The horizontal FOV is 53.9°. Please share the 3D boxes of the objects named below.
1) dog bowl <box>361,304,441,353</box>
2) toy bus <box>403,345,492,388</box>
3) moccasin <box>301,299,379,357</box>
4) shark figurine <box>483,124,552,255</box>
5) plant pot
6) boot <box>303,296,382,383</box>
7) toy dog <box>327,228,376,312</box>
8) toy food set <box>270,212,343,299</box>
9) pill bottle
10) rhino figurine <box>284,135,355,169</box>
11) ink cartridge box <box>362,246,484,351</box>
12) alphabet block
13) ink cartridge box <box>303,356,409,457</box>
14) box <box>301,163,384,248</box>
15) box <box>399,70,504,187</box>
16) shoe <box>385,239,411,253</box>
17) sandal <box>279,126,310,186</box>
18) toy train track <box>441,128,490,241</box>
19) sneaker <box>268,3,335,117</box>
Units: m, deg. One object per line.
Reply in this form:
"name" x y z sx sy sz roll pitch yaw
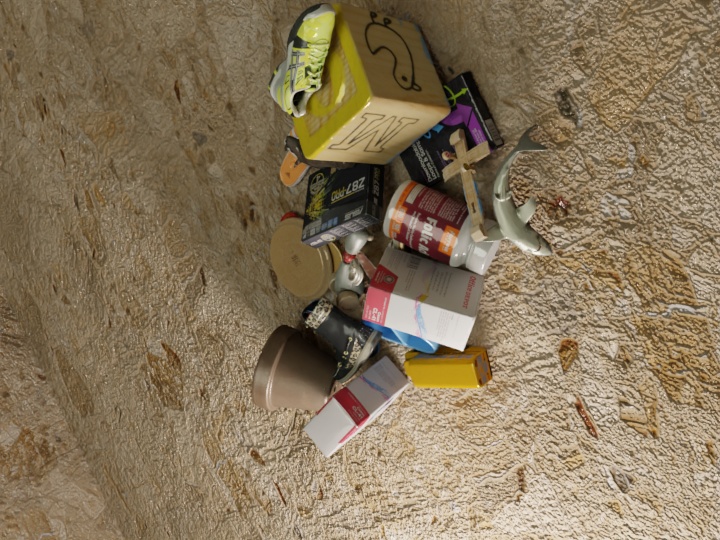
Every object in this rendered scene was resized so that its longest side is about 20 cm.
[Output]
"dog bowl" 0.085 0.113 1.442 0.198 0.050 0.112 15 155 35
"toy bus" 0.168 0.195 1.425 0.198 0.078 0.066 -7 103 42
"moccasin" -0.051 0.143 1.599 0.199 0.068 0.081 28 124 27
"shark figurine" 0.255 -0.130 1.207 0.126 0.090 0.217 -4 108 12
"plant pot" -0.134 0.247 1.657 0.173 0.200 0.202 16 119 14
"boot" -0.053 0.147 1.509 0.153 0.074 0.204 35 141 0
"toy dog" 0.000 0.000 1.479 0.200 0.095 0.133 123 141 -55
"toy food set" -0.131 -0.032 1.612 0.198 0.048 0.200 49 132 14
"pill bottle" 0.151 -0.076 1.288 0.198 0.114 0.115 25 124 17
"rhino figurine" -0.085 -0.240 1.412 0.198 0.060 0.088 7 135 41
"ink cartridge box" 0.118 0.050 1.317 0.198 0.148 0.086 19 124 8
"alphabet block" 0.003 -0.316 1.244 0.196 0.199 0.197 -35 68 42
"ink cartridge box" -0.007 0.290 1.522 0.086 0.199 0.148 48 132 13
"box" -0.035 -0.148 1.425 0.199 0.049 0.163 -19 59 44
"box" 0.149 -0.246 1.288 0.199 0.036 0.144 -27 88 46
"shoe" 0.065 -0.011 1.431 0.053 0.070 0.202 16 122 13
"sandal" -0.133 -0.250 1.514 0.079 0.059 0.207 47 131 15
"toy train track" 0.177 -0.147 1.205 0.114 0.032 0.202 -30 64 49
"sneaker" -0.081 -0.336 1.145 0.077 0.075 0.201 55 140 20
